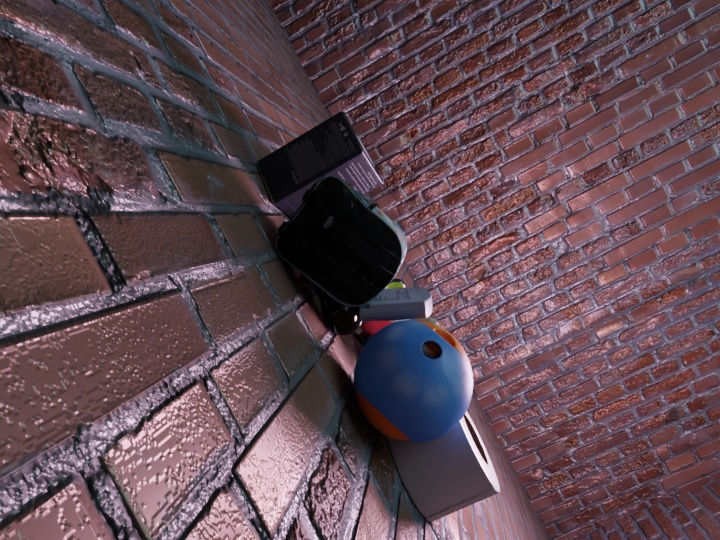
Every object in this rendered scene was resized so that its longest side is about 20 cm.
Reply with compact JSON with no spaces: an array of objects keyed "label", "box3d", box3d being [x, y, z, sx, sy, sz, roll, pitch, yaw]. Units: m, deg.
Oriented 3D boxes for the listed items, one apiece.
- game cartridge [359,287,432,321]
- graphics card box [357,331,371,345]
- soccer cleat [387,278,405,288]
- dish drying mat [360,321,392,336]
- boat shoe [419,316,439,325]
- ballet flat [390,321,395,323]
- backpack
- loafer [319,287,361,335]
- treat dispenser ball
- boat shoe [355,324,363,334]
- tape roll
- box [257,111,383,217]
[{"label":"game cartridge","box3d":[0.067,0.061,0.989,0.200,0.133,0.041,-63,145,-84]},{"label":"graphics card box","box3d":[0.046,0.154,1.206,0.200,0.051,0.126,53,13,-40]},{"label":"soccer cleat","box3d":[0.057,0.057,1.266,0.200,0.067,0.081,117,-22,-58]},{"label":"dish drying mat","box3d":[0.088,0.156,1.072,0.200,0.018,0.077,38,27,-7]},{"label":"boat shoe","box3d":[0.148,0.132,1.216,0.200,0.062,0.072,27,-33,45]},{"label":"ballet flat","box3d":[0.089,0.128,1.158,0.200,0.069,0.070,57,11,-29]},{"label":"backpack","box3d":[-0.020,-0.043,0.917,0.200,0.176,0.153,40,9,9]},{"label":"loafer","box3d":[-0.043,0.025,1.013,0.071,0.073,0.201,55,12,-47]},{"label":"treat dispenser ball","box3d":[0.088,0.184,0.889,0.201,0.200,0.201,59,10,-17]},{"label":"boat shoe","box3d":[-0.017,0.046,1.124,0.071,0.064,0.200,53,13,-44]},{"label":"tape roll","box3d":[0.155,0.344,0.997,0.203,0.139,0.203,59,9,-16]},{"label":"box","box3d":[-0.077,-0.196,1.066,0.107,0.199,0.148,65,9,22]}]
